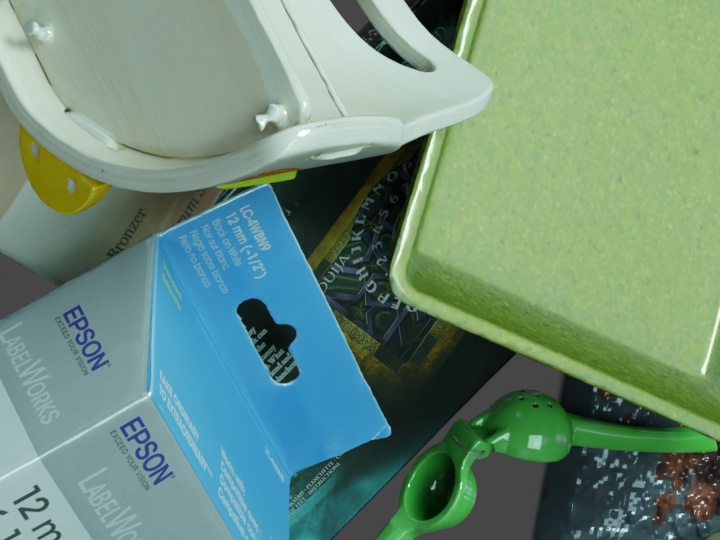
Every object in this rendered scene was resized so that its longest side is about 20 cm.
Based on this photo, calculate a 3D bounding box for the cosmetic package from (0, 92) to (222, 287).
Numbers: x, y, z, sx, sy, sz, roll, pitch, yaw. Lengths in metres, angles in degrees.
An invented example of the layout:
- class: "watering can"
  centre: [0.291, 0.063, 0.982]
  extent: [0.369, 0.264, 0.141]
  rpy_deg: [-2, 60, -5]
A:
- class: "cosmetic package"
  centre: [-0.142, -0.077, 0.909]
  extent: [0.200, 0.087, 0.104]
  rpy_deg: [30, 92, -23]

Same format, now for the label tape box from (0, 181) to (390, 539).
- class: "label tape box"
  centre: [-0.086, 0.079, 0.869]
  extent: [0.199, 0.066, 0.144]
  rpy_deg: [-28, 138, -3]

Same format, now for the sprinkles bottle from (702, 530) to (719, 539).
- class: "sprinkles bottle"
  centre: [0.177, 0.208, 1.101]
  extent: [0.068, 0.068, 0.201]
  rpy_deg: [-10, 106, -17]

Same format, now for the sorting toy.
- class: "sorting toy"
  centre: [-0.037, -0.101, 0.859]
  extent: [0.180, 0.107, 0.201]
  rpy_deg: [-7, 64, -49]

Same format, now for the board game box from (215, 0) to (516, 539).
- class: "board game box"
  centre: [0.000, 0.000, 1.010]
  extent: [0.200, 0.028, 0.135]
  rpy_deg: [-44, 112, -4]

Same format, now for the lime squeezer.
- class: "lime squeezer"
  centre: [0.048, 0.087, 1.052]
  extent: [0.199, 0.038, 0.071]
  rpy_deg: [-28, 141, -12]

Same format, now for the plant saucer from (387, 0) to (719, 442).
- class: "plant saucer"
  centre: [0.102, -0.051, 0.995]
  extent: [0.199, 0.048, 0.201]
  rpy_deg: [24, 76, -30]
